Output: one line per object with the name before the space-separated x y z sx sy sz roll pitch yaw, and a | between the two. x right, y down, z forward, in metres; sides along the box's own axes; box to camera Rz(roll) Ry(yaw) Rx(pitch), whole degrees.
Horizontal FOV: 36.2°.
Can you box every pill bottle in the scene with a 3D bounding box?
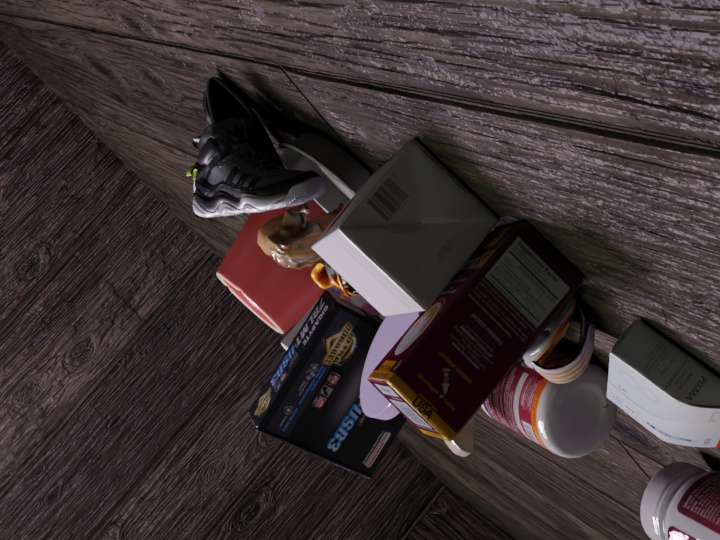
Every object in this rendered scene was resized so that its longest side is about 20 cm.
pill bottle | 0.205 0.140 1.309 0.110 0.110 0.199 46 169 -26
pill bottle | 0.394 0.280 1.155 0.114 0.114 0.199 46 170 -26

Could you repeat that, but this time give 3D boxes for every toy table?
toy table | 0.084 0.119 1.305 0.115 0.187 0.200 14 162 -16

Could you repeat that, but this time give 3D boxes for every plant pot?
plant pot | -0.115 -0.014 1.701 0.200 0.178 0.201 39 170 8

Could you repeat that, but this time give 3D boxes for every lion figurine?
lion figurine | -0.083 -0.040 1.351 0.199 0.121 0.074 -8 103 66

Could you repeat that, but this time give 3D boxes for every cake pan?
cake pan | -0.018 -0.098 1.364 0.200 0.037 0.200 41 171 8

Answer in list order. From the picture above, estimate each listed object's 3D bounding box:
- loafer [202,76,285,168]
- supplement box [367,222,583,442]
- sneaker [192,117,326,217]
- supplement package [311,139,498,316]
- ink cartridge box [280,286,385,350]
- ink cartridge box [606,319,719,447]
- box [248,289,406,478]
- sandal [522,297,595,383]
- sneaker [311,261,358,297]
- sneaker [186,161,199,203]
loafer | -0.151 -0.164 1.415 0.202 0.067 0.071 58 170 26
supplement box | 0.108 0.058 1.062 0.086 0.200 0.110 42 170 -5
sneaker | -0.132 -0.129 1.327 0.197 0.075 0.116 -4 98 36
supplement package | 0.039 -0.037 1.154 0.119 0.122 0.200 41 170 -5
ink cartridge box | 0.004 0.083 1.577 0.144 0.201 0.085 31 167 44
ink cartridge box | 0.324 0.145 1.042 0.199 0.047 0.160 40 170 22
box | -0.017 0.155 1.464 0.197 0.202 0.050 29 -172 -28
sandal | 0.212 0.079 1.140 0.059 0.080 0.207 37 178 12
sneaker | 0.000 0.000 1.385 0.078 0.077 0.199 46 168 -20
sneaker | -0.145 -0.129 1.487 0.071 0.198 0.084 -8 93 45
